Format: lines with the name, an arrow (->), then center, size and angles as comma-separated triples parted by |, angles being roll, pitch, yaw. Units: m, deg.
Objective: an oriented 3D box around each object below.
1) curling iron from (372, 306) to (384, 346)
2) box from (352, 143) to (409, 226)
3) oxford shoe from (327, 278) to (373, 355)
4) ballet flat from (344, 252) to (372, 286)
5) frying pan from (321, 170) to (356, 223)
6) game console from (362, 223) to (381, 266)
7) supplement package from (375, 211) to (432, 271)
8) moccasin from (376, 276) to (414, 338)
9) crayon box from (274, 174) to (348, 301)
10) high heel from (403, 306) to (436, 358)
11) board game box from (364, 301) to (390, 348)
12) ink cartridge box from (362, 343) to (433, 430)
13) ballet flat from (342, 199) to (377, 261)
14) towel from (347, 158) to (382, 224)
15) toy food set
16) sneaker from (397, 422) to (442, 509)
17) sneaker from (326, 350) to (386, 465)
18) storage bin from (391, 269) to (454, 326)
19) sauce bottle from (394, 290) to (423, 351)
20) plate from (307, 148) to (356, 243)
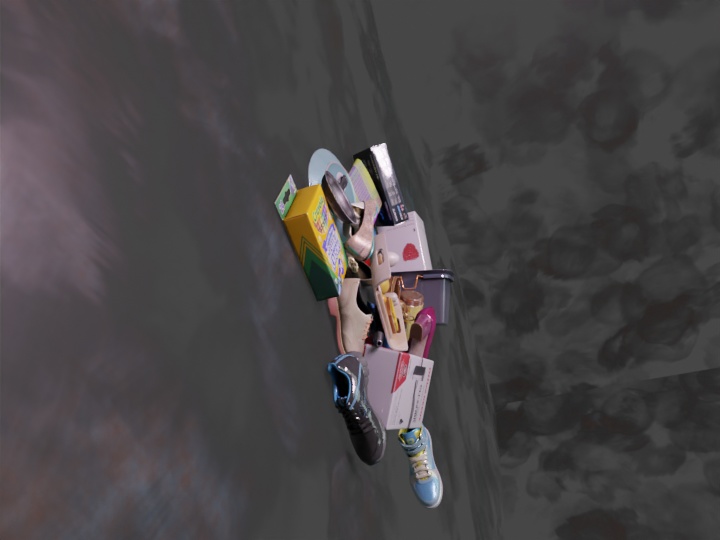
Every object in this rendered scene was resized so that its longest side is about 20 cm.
curling iron -> 0.035, 0.118, 1.200 | 0.200, 0.025, 0.050 | -75, 152, -77
box -> 0.051, -0.215, 1.533 | 0.159, 0.045, 0.203 | -167, -123, -73
oxford shoe -> -0.008, 0.113, 1.148 | 0.071, 0.073, 0.203 | -60, 136, -72
ballet flat -> 0.000, 0.000, 1.325 | 0.200, 0.046, 0.069 | 33, 45, -69
frying pan -> -0.050, -0.163, 1.172 | 0.115, 0.031, 0.191 | 51, 15, -41
game console -> 0.017, -0.112, 1.509 | 0.177, 0.031, 0.203 | -40, 117, -73
supplement package -> 0.129, -0.045, 1.689 | 0.120, 0.119, 0.203 | 30, 48, -70
moccasin -> 0.078, 0.090, 1.358 | 0.203, 0.076, 0.074 | -93, 165, -53
crayon box -> -0.082, -0.064, 1.074 | 0.126, 0.051, 0.202 | -77, 150, -58
high heel -> 0.134, 0.182, 1.355 | 0.096, 0.067, 0.203 | -37, 146, -53
board game box -> 0.030, 0.156, 1.329 | 0.200, 0.038, 0.161 | 35, 39, -75
ink cartridge box -> 0.068, 0.235, 1.189 | 0.200, 0.083, 0.147 | 28, 73, -63
ballet flat -> -0.004, -0.099, 1.215 | 0.067, 0.068, 0.201 | 28, 31, -17
towel -> -0.007, -0.158, 1.389 | 0.145, 0.022, 0.201 | 61, 33, -28
toy food set -> 0.063, 0.045, 1.202 | 0.145, 0.059, 0.202 | -96, 171, -52
sneaker -> 0.133, 0.442, 1.392 | 0.131, 0.078, 0.202 | 61, 12, -50
sneaker -> -0.014, 0.249, 1.058 | 0.081, 0.072, 0.203 | -3, 74, -58
storage bin -> 0.141, 0.074, 1.526 | 0.145, 0.196, 0.137 | 25, 62, -72
sauce bottle -> 0.111, 0.151, 1.463 | 0.066, 0.065, 0.203 | -57, 156, -69
plate -> -0.049, -0.159, 1.256 | 0.200, 0.025, 0.204 | 35, 49, -54
